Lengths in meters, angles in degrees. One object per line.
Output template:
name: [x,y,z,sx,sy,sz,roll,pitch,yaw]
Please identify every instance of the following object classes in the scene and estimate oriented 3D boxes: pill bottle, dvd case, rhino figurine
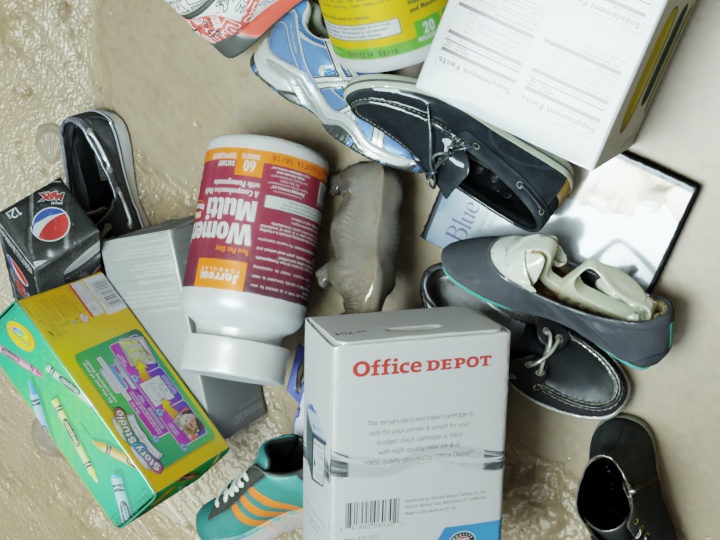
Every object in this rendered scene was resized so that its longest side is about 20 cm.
pill bottle: [0.007,-0.264,1.004,0.110,0.111,0.201,-3,122,24]
pill bottle: [-0.094,-0.007,1.124,0.109,0.109,0.202,6,81,22]
dvd case: [0.162,-0.048,1.088,0.199,0.018,0.144,27,112,16]
rhino figurine: [0.000,0.000,1.094,0.087,0.059,0.202,144,133,-63]

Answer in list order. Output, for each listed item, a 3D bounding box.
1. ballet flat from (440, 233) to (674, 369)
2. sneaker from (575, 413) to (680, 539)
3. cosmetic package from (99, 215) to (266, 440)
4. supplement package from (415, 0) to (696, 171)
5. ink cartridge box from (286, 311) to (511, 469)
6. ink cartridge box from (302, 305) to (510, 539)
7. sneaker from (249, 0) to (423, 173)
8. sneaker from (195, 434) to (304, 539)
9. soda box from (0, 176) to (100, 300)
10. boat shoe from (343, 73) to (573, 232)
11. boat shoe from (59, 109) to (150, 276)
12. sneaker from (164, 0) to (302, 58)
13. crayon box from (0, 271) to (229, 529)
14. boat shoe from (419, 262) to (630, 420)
ballet flat: [0.162,0.008,1.049,0.199,0.073,0.073,26,111,10]
sneaker: [0.218,0.229,1.076,0.074,0.106,0.202,-13,96,25]
cosmetic package: [-0.160,0.056,1.204,0.090,0.107,0.202,-10,99,26]
supplement package: [0.163,-0.204,0.978,0.150,0.152,0.201,27,111,15]
ink cartridge box: [0.019,0.126,1.156,0.199,0.076,0.137,20,110,16]
ink cartridge box: [0.033,0.137,1.028,0.145,0.086,0.202,-3,103,-18]
sneaker: [-0.001,-0.152,1.104,0.199,0.076,0.077,36,108,11]
sneaker: [-0.076,0.183,1.137,0.199,0.071,0.080,-23,108,32]
soda box: [-0.280,-0.005,1.197,0.063,0.071,0.200,52,159,11]
boat shoe: [0.074,-0.093,1.036,0.199,0.075,0.063,28,71,-7]
boat shoe: [-0.240,-0.050,1.235,0.071,0.068,0.202,-5,100,24]
sneaker: [-0.084,-0.274,1.093,0.201,0.067,0.108,-37,121,26]
crayon box: [-0.214,0.106,1.115,0.058,0.119,0.200,-41,83,28]
boat shoe: [0.135,0.056,1.091,0.200,0.060,0.074,37,88,14]
